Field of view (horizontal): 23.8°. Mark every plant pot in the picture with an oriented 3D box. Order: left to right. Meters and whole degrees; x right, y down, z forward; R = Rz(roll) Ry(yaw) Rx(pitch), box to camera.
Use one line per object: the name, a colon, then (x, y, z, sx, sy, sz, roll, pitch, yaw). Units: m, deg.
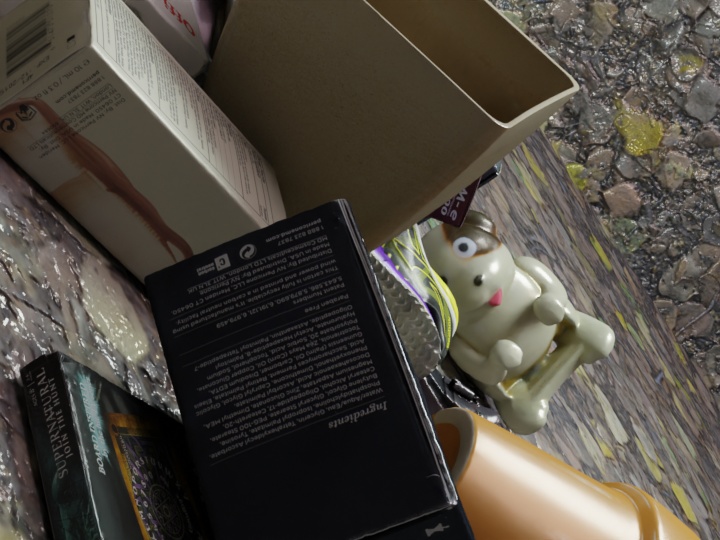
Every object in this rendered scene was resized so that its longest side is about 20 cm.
plant pot: (0.001, -0.114, 1.176, 0.200, 0.177, 0.200, 43, 25, 7)
plant pot: (0.091, 0.192, 1.094, 0.183, 0.200, 0.200, 41, 19, -18)

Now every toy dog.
toy dog: (0.127, 0.027, 1.649, 0.200, 0.139, 0.194, 45, 7, -44)

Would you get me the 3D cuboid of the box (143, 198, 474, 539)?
box: (-0.013, 0.108, 0.924, 0.200, 0.123, 0.197, 68, 0, -53)

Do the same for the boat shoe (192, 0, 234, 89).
boat shoe: (-0.116, -0.208, 1.252, 0.074, 0.065, 0.203, 34, 47, -37)

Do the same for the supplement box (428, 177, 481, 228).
supplement box: (0.005, -0.108, 1.435, 0.199, 0.061, 0.109, 20, 17, 1)

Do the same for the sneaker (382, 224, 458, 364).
sneaker: (0.028, -0.001, 1.482, 0.200, 0.074, 0.085, 53, 16, -22)

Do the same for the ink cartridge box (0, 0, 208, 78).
ink cartridge box: (-0.189, -0.218, 1.155, 0.147, 0.083, 0.201, 45, 19, -43)

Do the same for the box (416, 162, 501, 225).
box: (0.009, -0.133, 1.515, 0.201, 0.157, 0.051, 58, 14, -9)

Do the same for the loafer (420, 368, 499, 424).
loafer: (0.107, 0.146, 1.476, 0.201, 0.063, 0.072, 56, 14, -13)

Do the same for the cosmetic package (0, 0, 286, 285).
cosmetic package: (-0.136, -0.074, 1.037, 0.200, 0.087, 0.104, 48, 17, -36)

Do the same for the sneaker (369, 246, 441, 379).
sneaker: (0.000, 0.000, 1.396, 0.200, 0.069, 0.100, 54, 13, -23)

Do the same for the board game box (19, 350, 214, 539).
board game box: (-0.099, 0.147, 0.831, 0.135, 0.028, 0.201, 41, 24, -51)
